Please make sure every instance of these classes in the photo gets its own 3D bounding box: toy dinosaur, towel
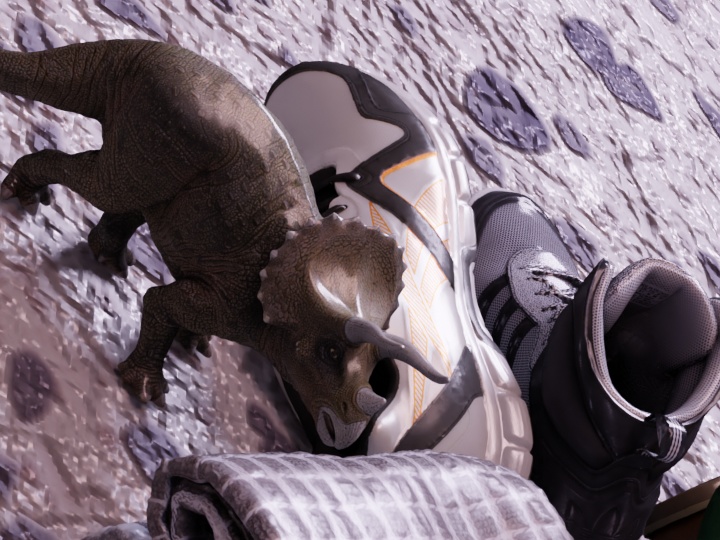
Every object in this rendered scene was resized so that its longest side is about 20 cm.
[{"bbox_3d":[-0.052,-0.024,0.896,0.201,0.102,0.077,56,27,8],"label":"toy dinosaur"},{"bbox_3d":[0.023,0.147,0.817,0.165,0.085,0.201,6,51,-54],"label":"towel"}]

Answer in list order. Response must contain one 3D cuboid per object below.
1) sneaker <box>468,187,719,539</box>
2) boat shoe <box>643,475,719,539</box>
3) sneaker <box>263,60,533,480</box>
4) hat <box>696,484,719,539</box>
[{"bbox_3d":[0.085,0.022,1.024,0.075,0.114,0.201,16,41,-23],"label":"sneaker"},{"bbox_3d":[0.170,0.117,1.080,0.200,0.072,0.068,14,56,-61],"label":"boat shoe"},{"bbox_3d":[0.000,0.000,0.980,0.080,0.074,0.201,18,41,-44],"label":"sneaker"},{"bbox_3d":[0.124,0.090,0.960,0.176,0.200,0.166,40,-4,2],"label":"hat"}]
